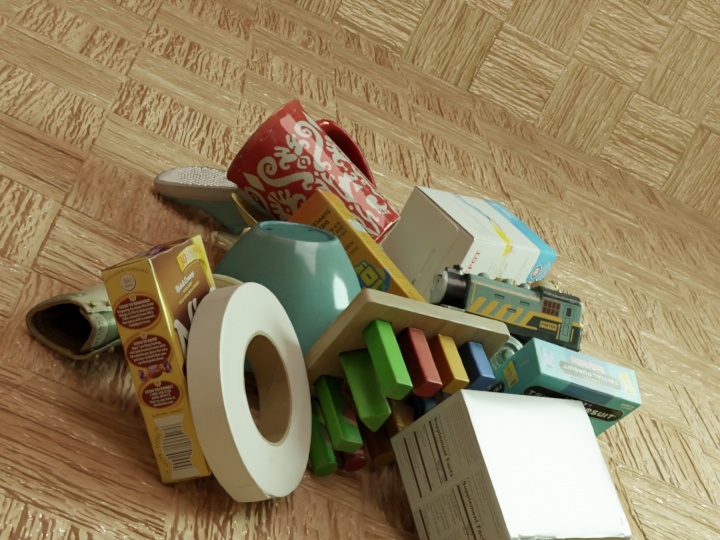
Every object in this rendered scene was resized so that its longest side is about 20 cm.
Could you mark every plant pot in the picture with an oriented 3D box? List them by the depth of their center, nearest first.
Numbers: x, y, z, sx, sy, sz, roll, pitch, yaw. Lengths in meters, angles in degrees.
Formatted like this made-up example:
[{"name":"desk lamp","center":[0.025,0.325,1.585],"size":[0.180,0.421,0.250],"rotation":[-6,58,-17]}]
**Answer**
[{"name":"plant pot","center":[-0.079,0.023,1.458],"size":[0.197,0.137,0.200],"rotation":[10,13,-2]}]

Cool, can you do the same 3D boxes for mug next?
[{"name":"mug","center":[-0.040,-0.112,1.684],"size":[0.200,0.177,0.134],"rotation":[44,-21,5]}]

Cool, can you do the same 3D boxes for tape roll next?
[{"name":"tape roll","center":[-0.101,0.114,1.244],"size":[0.036,0.206,0.203],"rotation":[-10,9,19]}]

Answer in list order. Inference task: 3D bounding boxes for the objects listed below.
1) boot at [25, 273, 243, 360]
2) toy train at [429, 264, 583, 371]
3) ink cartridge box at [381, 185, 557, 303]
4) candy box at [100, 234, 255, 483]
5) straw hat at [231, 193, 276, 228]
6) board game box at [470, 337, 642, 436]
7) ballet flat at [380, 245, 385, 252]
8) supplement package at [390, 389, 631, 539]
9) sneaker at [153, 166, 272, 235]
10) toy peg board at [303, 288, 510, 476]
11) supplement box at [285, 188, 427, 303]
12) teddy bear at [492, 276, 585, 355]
[{"name":"boot","center":[-0.214,0.047,1.319],"size":[0.197,0.073,0.154],"rotation":[5,11,26]},{"name":"toy train","center":[0.161,0.066,1.508],"size":[0.197,0.116,0.085],"rotation":[15,-11,-12]},{"name":"ink cartridge box","center":[0.151,-0.014,1.937],"size":[0.198,0.148,0.146],"rotation":[8,28,-46]},{"name":"candy box","center":[-0.164,0.078,1.225],"size":[0.117,0.056,0.203],"rotation":[-36,111,-69]},{"name":"straw hat","center":[-0.107,-0.001,1.639],"size":[0.200,0.085,0.201],"rotation":[40,5,-4]},{"name":"board game box","center":[0.189,0.162,1.477],"size":[0.149,0.200,0.047],"rotation":[17,47,-30]},{"name":"ballet flat","center":[0.031,0.020,1.828],"size":[0.071,0.069,0.201],"rotation":[35,14,-45]},{"name":"supplement package","center":[0.153,0.219,1.344],"size":[0.198,0.111,0.158],"rotation":[10,52,-44]},{"name":"sneaker","center":[-0.183,-0.085,1.781],"size":[0.197,0.083,0.074],"rotation":[10,26,13]},{"name":"toy peg board","center":[0.037,0.136,1.370],"size":[0.197,0.200,0.099],"rotation":[15,41,-36]},{"name":"supplement box","center":[0.000,0.000,1.567],"size":[0.200,0.066,0.069],"rotation":[49,9,11]},{"name":"teddy bear","center":[0.193,0.093,1.609],"size":[0.142,0.067,0.202],"rotation":[-8,58,-10]}]
